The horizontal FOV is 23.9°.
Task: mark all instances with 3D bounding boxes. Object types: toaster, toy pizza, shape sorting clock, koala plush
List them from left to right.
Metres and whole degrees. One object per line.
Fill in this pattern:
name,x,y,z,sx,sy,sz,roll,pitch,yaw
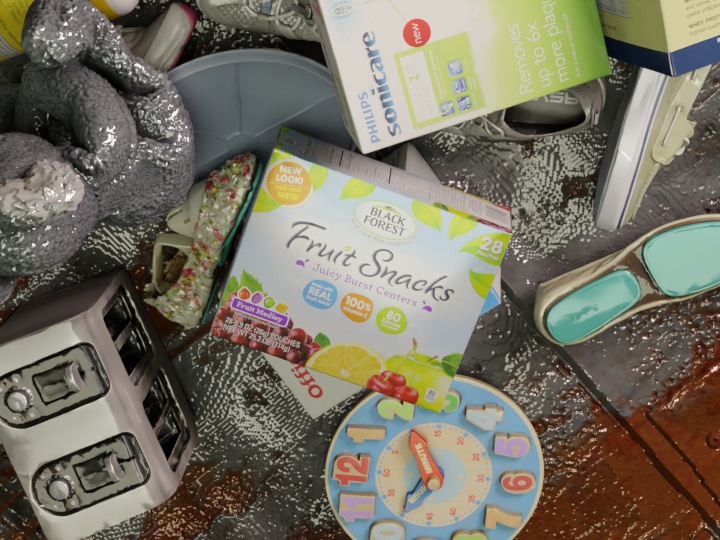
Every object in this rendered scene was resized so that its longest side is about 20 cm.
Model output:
koala plush,-0.231,-0.067,1.271,0.184,0.200,0.177,38,132,-10
toaster,-0.232,0.112,1.455,0.118,0.200,0.182,-20,102,8
toy pizza,-0.099,-0.115,1.396,0.199,0.032,0.201,-8,143,-6
shape sorting clock,0.067,0.185,1.540,0.199,0.039,0.201,1,113,3

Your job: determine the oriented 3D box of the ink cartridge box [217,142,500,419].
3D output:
ink cartridge box,0.000,0.011,1.448,0.200,0.085,0.145,-32,106,16

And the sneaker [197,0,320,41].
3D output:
sneaker,-0.031,-0.216,1.345,0.199,0.082,0.075,2,111,-2

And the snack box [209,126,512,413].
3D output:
snack box,0.000,0.000,1.362,0.199,0.068,0.169,20,111,-6

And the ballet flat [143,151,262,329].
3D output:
ballet flat,-0.137,-0.024,1.420,0.064,0.076,0.200,18,132,-8

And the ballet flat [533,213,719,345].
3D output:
ballet flat,0.238,0.001,1.443,0.199,0.070,0.070,-22,110,5

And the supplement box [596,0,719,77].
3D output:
supplement box,0.263,-0.276,1.255,0.199,0.134,0.201,-21,112,-15

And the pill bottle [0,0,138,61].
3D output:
pill bottle,-0.243,-0.241,1.343,0.199,0.114,0.115,-18,110,10

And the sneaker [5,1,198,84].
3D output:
sneaker,-0.221,-0.161,1.392,0.200,0.081,0.088,-35,108,15

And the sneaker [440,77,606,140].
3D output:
sneaker,0.101,-0.143,1.380,0.199,0.082,0.075,-2,112,4

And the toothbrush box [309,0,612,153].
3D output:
toothbrush box,0.069,-0.192,1.271,0.199,0.086,0.146,-17,109,-3

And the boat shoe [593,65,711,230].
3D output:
boat shoe,0.242,-0.122,1.387,0.062,0.072,0.201,16,109,-1
